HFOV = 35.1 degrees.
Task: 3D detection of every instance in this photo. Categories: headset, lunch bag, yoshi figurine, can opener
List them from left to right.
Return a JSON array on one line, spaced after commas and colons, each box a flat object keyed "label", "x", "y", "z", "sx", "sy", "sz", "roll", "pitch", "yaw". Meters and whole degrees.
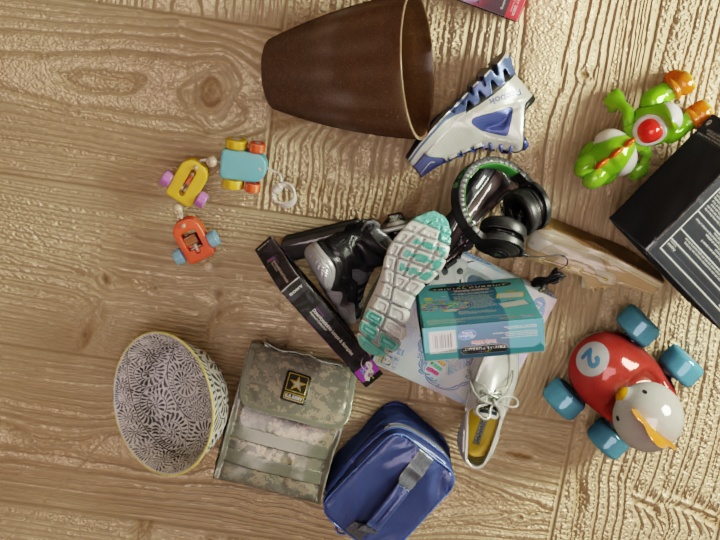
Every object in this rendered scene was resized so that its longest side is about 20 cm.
[{"label": "lunch bag", "x": -0.106, "y": 0.210, "z": 1.621, "sx": 0.163, "sy": 0.118, "sz": 0.201, "roll": 15, "pitch": 99, "yaw": -6}, {"label": "can opener", "x": -0.009, "y": -0.036, "z": 1.584, "sx": 0.199, "sy": 0.053, "sz": 0.067, "roll": -14, "pitch": 104, "yaw": 5}, {"label": "lunch bag", "x": 0.034, "y": 0.306, "z": 1.636, "sx": 0.136, "sy": 0.132, "sz": 0.200, "roll": 38, "pitch": 102, "yaw": -9}, {"label": "headset", "x": 0.199, "y": -0.057, "z": 1.517, "sx": 0.200, "sy": 0.094, "sz": 0.124, "roll": 47, "pitch": 63, "yaw": -7}, {"label": "yoshi figurine", "x": 0.366, "y": -0.180, "z": 1.535, "sx": 0.200, "sy": 0.112, "sz": 0.112, "roll": -35, "pitch": 143, "yaw": -5}]

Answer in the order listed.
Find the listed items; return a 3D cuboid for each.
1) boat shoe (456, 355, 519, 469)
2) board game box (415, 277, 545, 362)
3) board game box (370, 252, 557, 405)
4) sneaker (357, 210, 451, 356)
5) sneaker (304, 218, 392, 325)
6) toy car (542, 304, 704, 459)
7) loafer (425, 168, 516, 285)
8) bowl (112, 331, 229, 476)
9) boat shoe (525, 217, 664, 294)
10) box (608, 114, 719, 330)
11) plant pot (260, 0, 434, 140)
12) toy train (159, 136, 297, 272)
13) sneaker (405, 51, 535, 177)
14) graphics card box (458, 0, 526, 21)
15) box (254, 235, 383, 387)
[{"label": "boat shoe", "x": 0.177, "y": 0.184, "z": 1.580, "sx": 0.074, "sy": 0.086, "sz": 0.203, "roll": 14, "pitch": 106, "yaw": -4}, {"label": "board game box", "x": 0.152, "y": 0.062, "z": 1.488, "sx": 0.150, "sy": 0.200, "sz": 0.047, "roll": -5, "pitch": 104, "yaw": 2}, {"label": "board game box", "x": 0.145, "y": 0.081, "z": 1.619, "sx": 0.198, "sy": 0.043, "sz": 0.201, "roll": 25, "pitch": 104, "yaw": -5}, {"label": "sneaker", "x": 0.049, "y": 0.010, "z": 1.484, "sx": 0.077, "sy": 0.091, "sz": 0.200, "roll": 29, "pitch": 94, "yaw": -11}, {"label": "sneaker", "x": 0.000, "y": 0.000, "z": 1.542, "sx": 0.114, "sy": 0.200, "sz": 0.076, "roll": -33, "pitch": 63, "yaw": -4}, {"label": "toy car", "x": 0.376, "y": 0.179, "z": 1.563, "sx": 0.177, "sy": 0.200, "sz": 0.184, "roll": 41, "pitch": 101, "yaw": -10}, {"label": "loafer", "x": 0.143, "y": -0.058, "z": 1.542, "sx": 0.063, "sy": 0.072, "sz": 0.200, "roll": 36, "pitch": 79, "yaw": -11}, {"label": "bowl", "x": -0.249, "y": 0.181, "z": 1.608, "sx": 0.200, "sy": 0.094, "sz": 0.202, "roll": 3, "pitch": 96, "yaw": 36}, {"label": "boat shoe", "x": 0.323, "y": -0.008, "z": 1.584, "sx": 0.199, "sy": 0.074, "sz": 0.069, "roll": 24, "pitch": 112, "yaw": -1}, {"label": "box", "x": 0.476, "y": -0.061, "z": 1.509, "sx": 0.198, "sy": 0.123, "sz": 0.200, "roll": -46, "pitch": 117, "yaw": 7}, {"label": "plant pot", "x": -0.021, "y": -0.259, "z": 1.472, "sx": 0.199, "sy": 0.187, "sz": 0.188, "roll": 0, "pitch": 106, "yaw": 15}, {"label": "toy train", "x": -0.191, "y": -0.099, "z": 1.571, "sx": 0.200, "sy": 0.056, "sz": 0.151, "roll": -30, "pitch": 104, "yaw": 11}, {"label": "sneaker", "x": 0.162, "y": -0.184, "z": 1.528, "sx": 0.115, "sy": 0.081, "sz": 0.199, "roll": 44, "pitch": 100, "yaw": -8}, {"label": "graphics card box", "x": 0.135, "y": -0.416, "z": 1.481, "sx": 0.199, "sy": 0.051, "sz": 0.126, "roll": 20, "pitch": 105, "yaw": -4}, {"label": "box", "x": -0.058, "y": 0.055, "z": 1.534, "sx": 0.036, "sy": 0.143, "sz": 0.200, "roll": -38, "pitch": 120, "yaw": -1}]
